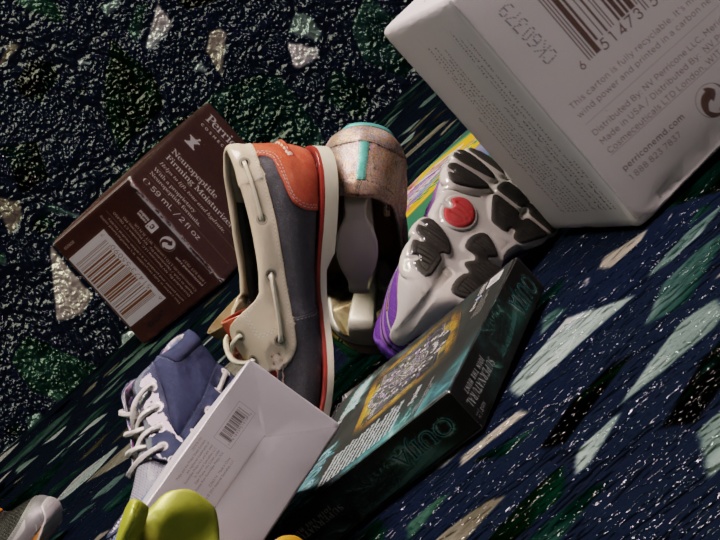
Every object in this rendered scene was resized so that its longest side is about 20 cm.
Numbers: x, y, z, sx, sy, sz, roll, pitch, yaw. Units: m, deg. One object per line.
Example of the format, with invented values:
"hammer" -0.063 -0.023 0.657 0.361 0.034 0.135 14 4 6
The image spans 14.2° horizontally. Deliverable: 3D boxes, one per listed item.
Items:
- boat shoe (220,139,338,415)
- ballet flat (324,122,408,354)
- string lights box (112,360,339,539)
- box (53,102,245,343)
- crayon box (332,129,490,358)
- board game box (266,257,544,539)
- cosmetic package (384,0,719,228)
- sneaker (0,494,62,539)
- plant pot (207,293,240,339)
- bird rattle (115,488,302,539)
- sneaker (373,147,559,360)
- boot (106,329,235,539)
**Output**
"boat shoe" -0.051 0.024 1.679 0.062 0.200 0.071 1 2 -23
"ballet flat" 0.000 0.000 1.756 0.068 0.200 0.067 -2 46 6
"string lights box" -0.084 0.129 1.464 0.103 0.059 0.200 -55 1 -25
"box" -0.216 -0.055 3.371 0.164 0.166 0.200 -38 7 40
"crayon box" 0.060 -0.035 1.950 0.200 0.058 0.119 -45 7 -33
"board game box" 0.025 0.074 1.522 0.135 0.028 0.200 -40 7 23
"cosmetic package" 0.139 -0.136 1.645 0.165 0.165 0.200 -42 6 -7
"sneaker" -0.325 0.236 2.399 0.200 0.077 0.078 -37 6 31
"plant pot" -0.057 -0.001 2.619 0.200 0.027 0.200 -41 6 5
"bird rattle" -0.089 0.189 1.289 0.200 0.113 0.163 -53 -13 32
"sneaker" 0.054 -0.008 1.732 0.083 0.081 0.200 -53 -5 33
"boot" -0.138 0.121 1.939 0.073 0.090 0.200 -38 7 33
